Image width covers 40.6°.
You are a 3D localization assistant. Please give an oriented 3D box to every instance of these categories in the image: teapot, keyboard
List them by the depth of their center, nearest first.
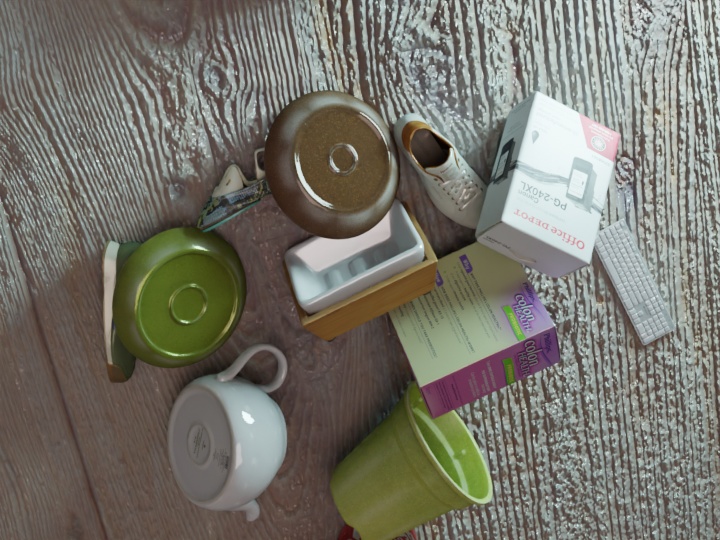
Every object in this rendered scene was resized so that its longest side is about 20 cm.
[{"bbox_3d":[-0.171,0.235,1.381,0.145,0.200,0.200,0,149,-44],"label":"teapot"},{"bbox_3d":[0.410,0.020,1.462,0.056,0.011,0.202,-30,108,2],"label":"keyboard"}]

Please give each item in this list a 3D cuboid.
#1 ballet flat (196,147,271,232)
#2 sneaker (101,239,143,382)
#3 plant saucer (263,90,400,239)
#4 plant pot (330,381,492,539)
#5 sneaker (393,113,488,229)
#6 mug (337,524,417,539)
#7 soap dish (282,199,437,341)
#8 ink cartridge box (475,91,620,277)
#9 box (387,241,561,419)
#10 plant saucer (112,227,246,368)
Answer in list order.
[{"bbox_3d":[-0.143,-0.124,1.317,0.198,0.074,0.075,-28,109,-9],"label":"ballet flat"},{"bbox_3d":[-0.306,0.060,1.347,0.088,0.067,0.204,1,104,-2],"label":"sneaker"},{"bbox_3d":[-0.030,-0.144,1.294,0.197,0.037,0.205,2,84,-22],"label":"plant saucer"},{"bbox_3d":[0.062,0.298,1.419,0.183,0.201,0.201,-38,108,17],"label":"plant pot"},{"bbox_3d":[0.120,-0.125,1.341,0.073,0.085,0.200,-44,109,5],"label":"sneaker"},{"bbox_3d":[0.021,0.480,1.450,0.176,0.200,0.134,-33,109,3],"label":"mug"},{"bbox_3d":[0.000,0.000,1.332,0.197,0.158,0.082,-25,125,1],"label":"soap dish"},{"bbox_3d":[0.254,-0.113,1.316,0.143,0.083,0.203,23,70,-15],"label":"ink cartridge box"},{"bbox_3d":[0.148,0.074,1.346,0.197,0.177,0.097,-25,142,1],"label":"box"},{"bbox_3d":[-0.239,0.043,1.329,0.197,0.031,0.204,-12,113,-30],"label":"plant saucer"}]
